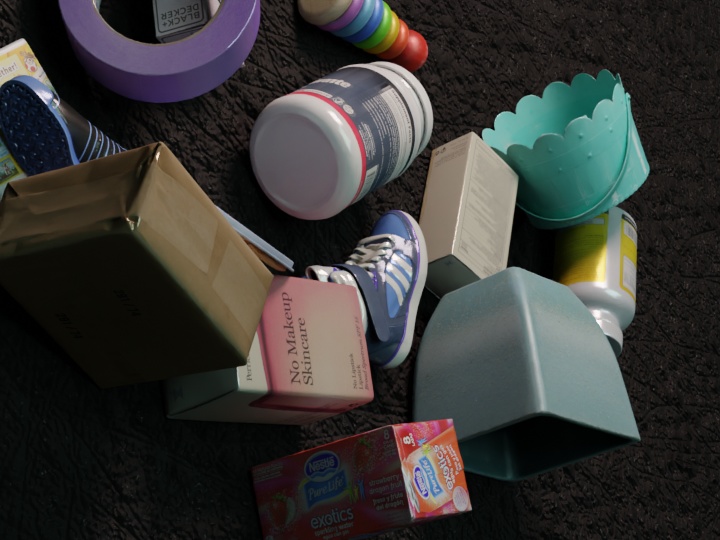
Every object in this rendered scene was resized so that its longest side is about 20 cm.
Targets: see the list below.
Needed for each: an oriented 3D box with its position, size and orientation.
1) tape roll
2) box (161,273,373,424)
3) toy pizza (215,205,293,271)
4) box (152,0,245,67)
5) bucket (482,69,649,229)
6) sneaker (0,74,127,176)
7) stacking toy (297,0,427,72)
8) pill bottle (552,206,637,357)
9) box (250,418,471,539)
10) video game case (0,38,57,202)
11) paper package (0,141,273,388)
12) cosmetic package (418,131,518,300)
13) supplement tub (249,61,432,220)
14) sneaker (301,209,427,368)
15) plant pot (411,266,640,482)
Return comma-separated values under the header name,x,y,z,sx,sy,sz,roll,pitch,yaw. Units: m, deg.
name,x,y,z,sx,sy,sz,roll,pitch,yaw
tape roll,-0.200,-0.272,1.599,0.199,0.066,0.202,1,71,-3
box,-0.096,0.079,1.610,0.199,0.109,0.129,9,66,-48
toy pizza,-0.151,-0.051,1.583,0.200,0.200,0.032,37,89,-33
box,-0.180,-0.322,1.716,0.117,0.060,0.201,43,36,-68
bucket,0.274,-0.156,2.105,0.135,0.206,0.207,60,38,-19
sneaker,-0.263,-0.106,1.507,0.201,0.070,0.078,57,31,-18
stacking toy,0.013,-0.304,1.967,0.200,0.085,0.086,28,52,-47
pill bottle,0.310,0.018,2.127,0.112,0.112,0.201,36,48,-34
box,-0.001,0.216,1.582,0.099,0.199,0.096,1,73,-50
video game case,-0.334,-0.103,1.488,0.183,0.023,0.200,60,39,-9
paper package,-0.207,-0.001,1.431,0.200,0.190,0.104,52,40,-39
cosmetic package,0.131,-0.059,1.982,0.103,0.073,0.201,41,45,-31
supplement tub,-0.019,-0.150,1.793,0.200,0.140,0.141,-34,99,-52
sneaker,0.000,0.000,1.787,0.146,0.080,0.201,31,56,-43
plant pot,0.181,0.113,1.856,0.196,0.195,0.201,19,58,-44
